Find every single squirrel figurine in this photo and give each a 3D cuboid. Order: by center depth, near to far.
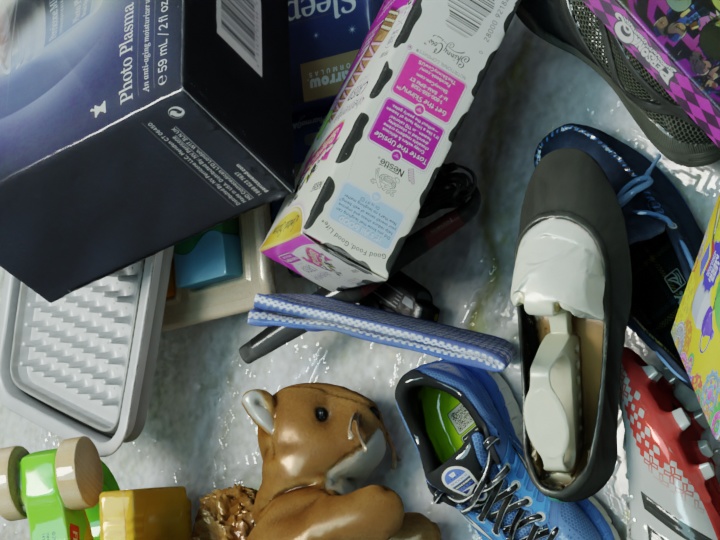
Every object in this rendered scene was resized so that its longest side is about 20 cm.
[{"bbox_3d":[-0.050,0.172,1.044,0.198,0.141,0.189,-22,67,28],"label":"squirrel figurine"}]

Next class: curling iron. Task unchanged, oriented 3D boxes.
[{"bbox_3d":[0.000,0.000,1.055,0.200,0.026,0.050,-40,39,15],"label":"curling iron"}]

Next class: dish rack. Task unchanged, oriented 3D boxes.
[{"bbox_3d":[-0.191,0.016,1.151,0.171,0.043,0.203,18,101,42],"label":"dish rack"}]

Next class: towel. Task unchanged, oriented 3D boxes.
[{"bbox_3d":[0.019,0.039,0.943,0.143,0.200,0.024,12,91,7],"label":"towel"}]

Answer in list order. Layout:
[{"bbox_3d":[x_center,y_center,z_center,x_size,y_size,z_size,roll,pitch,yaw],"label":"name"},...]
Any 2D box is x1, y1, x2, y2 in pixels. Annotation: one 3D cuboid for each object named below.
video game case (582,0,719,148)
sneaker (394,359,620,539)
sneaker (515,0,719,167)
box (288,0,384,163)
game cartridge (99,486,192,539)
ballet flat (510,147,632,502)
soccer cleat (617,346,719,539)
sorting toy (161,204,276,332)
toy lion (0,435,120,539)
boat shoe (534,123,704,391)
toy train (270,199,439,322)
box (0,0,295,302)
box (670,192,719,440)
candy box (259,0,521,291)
[{"bbox_3d":[0.212,-0.171,0.863,0.181,0.036,0.200,-41,85,-14],"label":"video game case"},{"bbox_3d":[0.081,0.138,0.983,0.079,0.089,0.201,-49,62,21],"label":"sneaker"},{"bbox_3d":[0.152,-0.161,0.943,0.076,0.115,0.200,-31,64,-14],"label":"sneaker"},{"bbox_3d":[-0.035,-0.179,1.126,0.120,0.032,0.203,-9,81,33],"label":"box"},{"bbox_3d":[-0.135,0.245,1.073,0.032,0.176,0.203,-2,84,5],"label":"game cartridge"},{"bbox_3d":[0.116,0.034,0.907,0.067,0.068,0.203,-1,98,27],"label":"ballet flat"},{"bbox_3d":[0.177,0.142,0.932,0.085,0.068,0.202,-31,74,20],"label":"soccer cleat"},{"bbox_3d":[-0.132,-0.054,1.147,0.199,0.036,0.188,-15,77,48],"label":"sorting toy"},{"bbox_3d":[-0.178,0.228,1.093,0.068,0.192,0.202,-10,71,11],"label":"toy lion"},{"bbox_3d":[0.167,-0.014,0.951,0.084,0.068,0.200,-50,62,19],"label":"boat shoe"},{"bbox_3d":[-0.023,-0.011,1.100,0.199,0.034,0.046,34,102,31],"label":"toy train"},{"bbox_3d":[-0.156,-0.118,1.037,0.197,0.123,0.202,-24,49,24],"label":"box"},{"bbox_3d":[0.276,-0.012,0.767,0.190,0.122,0.202,14,112,-6],"label":"box"},{"bbox_3d":[0.017,-0.091,0.988,0.202,0.061,0.136,-65,11,-10],"label":"candy box"}]
